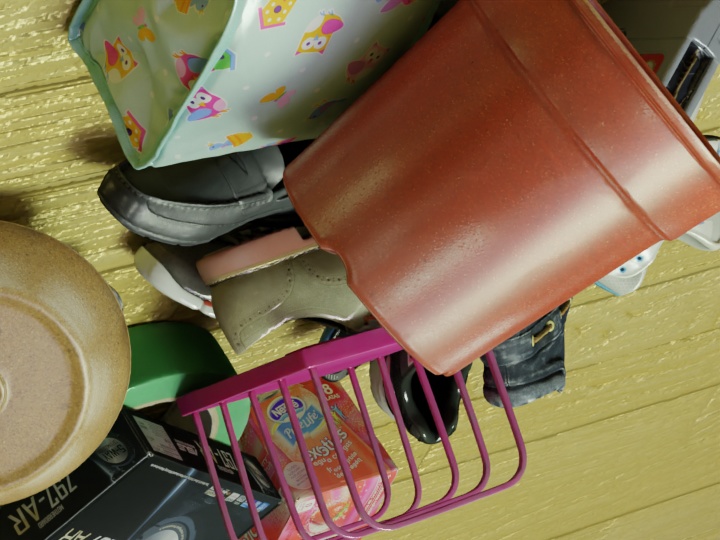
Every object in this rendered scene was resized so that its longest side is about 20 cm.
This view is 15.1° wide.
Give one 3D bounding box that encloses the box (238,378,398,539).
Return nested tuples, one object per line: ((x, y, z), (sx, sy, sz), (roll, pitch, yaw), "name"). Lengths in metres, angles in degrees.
((-0.063, 0.182, 2.052), (0.095, 0.103, 0.200), (-15, 146, -34), "box")

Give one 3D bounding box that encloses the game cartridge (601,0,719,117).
((0.154, -0.092, 1.758), (0.041, 0.133, 0.200), (36, 74, -24), "game cartridge")

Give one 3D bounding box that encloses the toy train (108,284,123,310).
((-0.236, 0.074, 1.704), (0.200, 0.087, 0.114), (-46, 143, 18), "toy train")

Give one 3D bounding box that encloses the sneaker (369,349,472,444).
((0.051, 0.029, 1.862), (0.080, 0.086, 0.200), (-12, 118, -12), "sneaker")

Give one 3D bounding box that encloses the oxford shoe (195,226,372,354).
((0.000, 0.000, 1.718), (0.200, 0.074, 0.071), (-16, 177, -8), "oxford shoe")

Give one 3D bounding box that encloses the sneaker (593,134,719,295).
((0.131, -0.023, 1.634), (0.200, 0.087, 0.075), (-11, -176, -10), "sneaker")

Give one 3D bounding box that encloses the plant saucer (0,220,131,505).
((-0.234, 0.066, 1.626), (0.200, 0.035, 0.200), (-5, 117, -11), "plant saucer")

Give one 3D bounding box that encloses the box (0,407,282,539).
((-0.166, 0.176, 1.887), (0.160, 0.044, 0.200), (-40, 153, 11), "box")

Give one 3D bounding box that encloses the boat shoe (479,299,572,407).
((0.111, 0.033, 1.846), (0.071, 0.091, 0.200), (-9, -173, 19), "boat shoe")

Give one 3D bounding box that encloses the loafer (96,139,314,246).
((-0.080, -0.061, 1.673), (0.201, 0.068, 0.070), (-8, 139, -50), "loafer")

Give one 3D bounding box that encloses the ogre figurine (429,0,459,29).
((0.056, -0.173, 1.603), (0.120, 0.098, 0.200), (0, 129, -31), "ogre figurine")

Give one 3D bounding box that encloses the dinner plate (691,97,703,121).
((0.175, -0.091, 1.909), (0.200, 0.024, 0.200), (-29, 144, -24), "dinner plate")

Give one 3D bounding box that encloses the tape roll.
((-0.174, 0.118, 1.883), (0.200, 0.048, 0.200), (-27, 153, -15), "tape roll")

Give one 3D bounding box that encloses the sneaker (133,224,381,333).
((-0.055, -0.014, 1.777), (0.200, 0.077, 0.082), (6, 114, -36), "sneaker")

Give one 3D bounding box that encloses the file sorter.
((-0.004, 0.110, 1.776), (0.139, 0.125, 0.200), (-16, 176, -29), "file sorter")

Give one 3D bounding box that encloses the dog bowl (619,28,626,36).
((0.071, -0.092, 1.668), (0.200, 0.074, 0.200), (-13, -179, 0), "dog bowl")

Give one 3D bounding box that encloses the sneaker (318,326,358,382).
((0.057, 0.030, 1.949), (0.200, 0.083, 0.071), (-24, 161, -17), "sneaker")

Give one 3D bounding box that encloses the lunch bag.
((-0.044, -0.160, 1.488), (0.170, 0.122, 0.200), (-13, 153, -34), "lunch bag")

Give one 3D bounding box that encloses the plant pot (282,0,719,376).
((0.076, -0.056, 1.494), (0.195, 0.201, 0.201), (-38, 153, 9), "plant pot")
